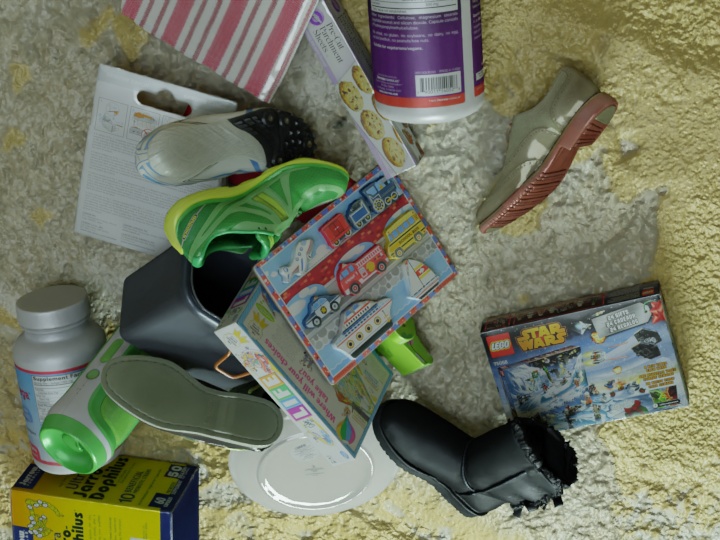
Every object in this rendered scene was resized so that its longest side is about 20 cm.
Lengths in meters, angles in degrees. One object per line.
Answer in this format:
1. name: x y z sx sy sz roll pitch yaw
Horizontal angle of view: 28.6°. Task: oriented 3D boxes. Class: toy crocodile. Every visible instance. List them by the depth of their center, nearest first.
1. toy crocodile: 0.002 0.040 1.552 0.200 0.062 0.067 42 132 -13

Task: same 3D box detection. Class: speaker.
1. speaker: -0.268 0.127 1.557 0.088 0.200 0.089 19 139 17

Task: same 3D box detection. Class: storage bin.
1. storage bin: -0.158 0.057 1.524 0.134 0.146 0.200 -27 137 30

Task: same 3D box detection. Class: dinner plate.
1. dinner plate: -0.051 0.223 1.610 0.199 0.024 0.201 -3 131 -3

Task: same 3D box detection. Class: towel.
1. towel: -0.142 -0.283 1.449 0.200 0.030 0.147 33 113 10

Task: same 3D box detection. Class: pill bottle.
1. pill bottle: 0.063 -0.252 1.393 0.112 0.113 0.201 0 111 11
2. pill bottle: -0.339 0.124 1.626 0.108 0.109 0.201 -1 111 12

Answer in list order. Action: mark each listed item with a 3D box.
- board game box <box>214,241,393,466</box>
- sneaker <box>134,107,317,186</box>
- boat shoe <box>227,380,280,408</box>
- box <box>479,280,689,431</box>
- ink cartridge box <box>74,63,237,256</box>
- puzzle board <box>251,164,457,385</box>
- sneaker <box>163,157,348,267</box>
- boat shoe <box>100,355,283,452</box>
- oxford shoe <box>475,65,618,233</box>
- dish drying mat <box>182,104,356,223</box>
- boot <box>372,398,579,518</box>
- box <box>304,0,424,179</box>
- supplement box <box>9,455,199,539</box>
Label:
1. board game box: -0.055 0.087 1.482 0.034 0.135 0.200 -23 116 37
2. sneaker: -0.139 -0.129 1.461 0.199 0.072 0.072 -8 97 -30
3. boat shoe: -0.098 0.149 1.605 0.201 0.061 0.072 -31 103 21
4. box: 0.244 0.100 1.537 0.199 0.040 0.137 -13 110 16
5. ink cartridge box: -0.221 -0.115 1.541 0.162 0.050 0.201 16 111 6
6. puzzle board: 0.000 0.000 1.482 0.151 0.200 0.017 56 154 -13
7. sneaker: -0.099 -0.053 1.440 0.199 0.074 0.084 -21 69 -19
8. boat shoe: -0.184 0.148 1.513 0.200 0.072 0.061 21 159 -9
9. oxford shoe: 0.178 -0.122 1.458 0.074 0.071 0.200 49 115 18
10. dish drying mat: -0.106 -0.116 1.533 0.199 0.018 0.077 29 118 -3
11. boot: 0.129 0.195 1.546 0.198 0.073 0.162 43 140 -17
12. box: 0.000 -0.191 1.468 0.041 0.039 0.200 -23 106 25
13. supplement box: -0.303 0.292 1.685 0.199 0.109 0.110 6 113 9
